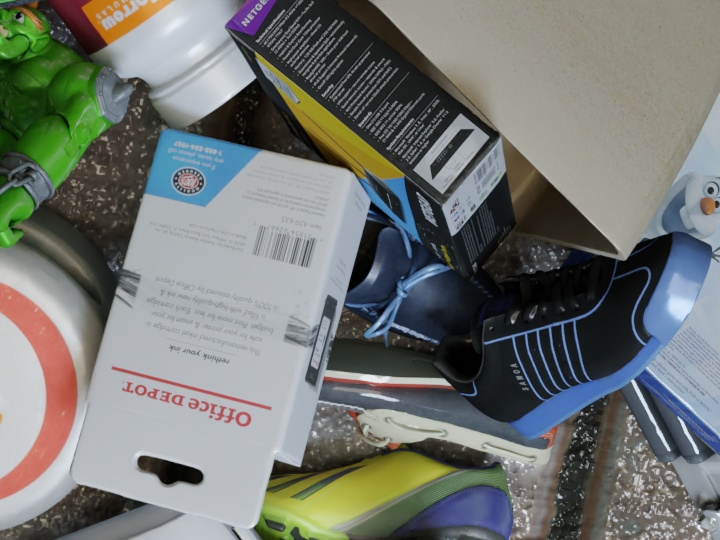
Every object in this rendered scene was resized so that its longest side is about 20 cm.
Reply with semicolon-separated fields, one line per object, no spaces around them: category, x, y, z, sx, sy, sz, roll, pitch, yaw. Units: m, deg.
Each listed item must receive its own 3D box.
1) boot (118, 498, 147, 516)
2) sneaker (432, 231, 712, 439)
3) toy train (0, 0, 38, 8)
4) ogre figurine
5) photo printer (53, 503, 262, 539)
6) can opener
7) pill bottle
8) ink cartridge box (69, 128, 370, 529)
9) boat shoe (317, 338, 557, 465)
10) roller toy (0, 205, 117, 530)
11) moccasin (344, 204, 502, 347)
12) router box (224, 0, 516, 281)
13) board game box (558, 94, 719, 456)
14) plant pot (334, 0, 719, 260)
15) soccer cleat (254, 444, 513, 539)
boot;-0.055;0.187;1.058;0.199;0.073;0.182;34;132;5
sneaker;0.114;0.029;0.974;0.077;0.070;0.200;31;139;-11
toy train;-0.230;-0.164;0.952;0.042;0.199;0.057;-35;113;-41
ogre figurine;-0.203;-0.085;0.972;0.120;0.200;0.098;-40;107;-15
photo printer;-0.121;0.224;1.019;0.199;0.069;0.168;-24;95;29
can opener;0.214;0.098;1.118;0.066;0.052;0.201;-43;109;-29
pill bottle;-0.131;-0.185;0.975;0.113;0.113;0.201;-35;104;5
ink cartridge box;-0.077;0.035;0.962;0.115;0.067;0.202;13;81;11
boat shoe;0.031;0.083;1.085;0.198;0.071;0.063;6;107;-11
roller toy;-0.233;0.055;1.015;0.198;0.140;0.184;-10;105;-2
moccasin;0.000;0.000;1.057;0.199;0.068;0.081;25;102;-11
router box;0.012;-0.075;0.949;0.149;0.200;0.051;41;86;13
board game box;0.245;0.001;1.065;0.200;0.043;0.199;42;81;-13
plant pot;0.104;-0.146;0.972;0.200;0.200;0.177;43;85;-14
soccer cleat;0.000;0.149;1.107;0.198;0.084;0.065;3;142;9
